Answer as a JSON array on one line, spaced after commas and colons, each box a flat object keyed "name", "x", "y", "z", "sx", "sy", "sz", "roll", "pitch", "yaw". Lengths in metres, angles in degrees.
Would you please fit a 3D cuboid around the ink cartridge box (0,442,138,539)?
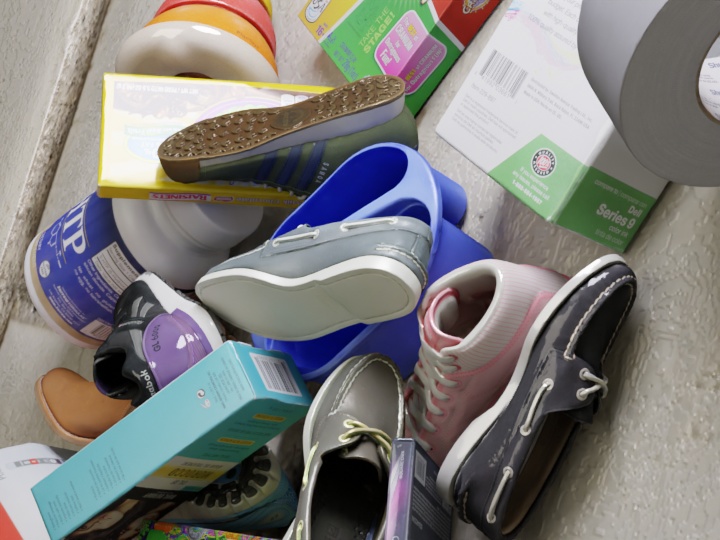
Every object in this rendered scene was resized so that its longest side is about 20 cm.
[{"name": "ink cartridge box", "x": -0.265, "y": 0.191, "z": 1.406, "sx": 0.050, "sy": 0.200, "sz": 0.162, "roll": -58, "pitch": 42, "yaw": 11}]

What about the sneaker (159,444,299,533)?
[{"name": "sneaker", "x": -0.133, "y": 0.183, "z": 1.345, "sx": 0.199, "sy": 0.090, "sz": 0.079, "roll": -5, "pitch": 53, "yaw": 34}]

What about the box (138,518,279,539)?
[{"name": "box", "x": -0.072, "y": 0.291, "z": 1.217, "sx": 0.192, "sy": 0.122, "sz": 0.201, "roll": -2, "pitch": 73, "yaw": 46}]

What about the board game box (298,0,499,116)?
[{"name": "board game box", "x": 0.048, "y": -0.236, "z": 1.370, "sx": 0.200, "sy": 0.040, "sz": 0.153, "roll": -53, "pitch": 43, "yaw": 17}]

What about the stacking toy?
[{"name": "stacking toy", "x": -0.119, "y": -0.215, "z": 1.507, "sx": 0.146, "sy": 0.146, "sz": 0.201, "roll": -24, "pitch": 38, "yaw": 39}]

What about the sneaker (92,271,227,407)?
[{"name": "sneaker", "x": -0.170, "y": 0.055, "z": 1.312, "sx": 0.200, "sy": 0.087, "sz": 0.076, "roll": 13, "pitch": 126, "yaw": 66}]

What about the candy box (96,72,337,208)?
[{"name": "candy box", "x": -0.107, "y": -0.102, "z": 1.382, "sx": 0.026, "sy": 0.199, "sz": 0.103, "roll": 113, "pitch": 158, "yaw": -68}]

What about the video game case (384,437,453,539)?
[{"name": "video game case", "x": 0.035, "y": 0.222, "z": 1.124, "sx": 0.019, "sy": 0.143, "sz": 0.201, "roll": 1, "pitch": 71, "yaw": 14}]

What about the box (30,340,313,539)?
[{"name": "box", "x": -0.135, "y": 0.128, "z": 1.245, "sx": 0.200, "sy": 0.082, "sz": 0.049, "roll": -37, "pitch": 65, "yaw": 20}]

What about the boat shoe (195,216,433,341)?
[{"name": "boat shoe", "x": -0.031, "y": 0.002, "z": 1.209, "sx": 0.199, "sy": 0.073, "sz": 0.062, "roll": -8, "pitch": 45, "yaw": 42}]

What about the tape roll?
[{"name": "tape roll", "x": 0.229, "y": -0.144, "z": 1.014, "sx": 0.200, "sy": 0.200, "sz": 0.066, "roll": -47, "pitch": 45, "yaw": 23}]

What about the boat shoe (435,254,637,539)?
[{"name": "boat shoe", "x": 0.126, "y": 0.084, "z": 1.127, "sx": 0.060, "sy": 0.074, "sz": 0.200, "roll": 39, "pitch": 96, "yaw": 37}]

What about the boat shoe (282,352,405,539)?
[{"name": "boat shoe", "x": -0.005, "y": 0.136, "z": 1.128, "sx": 0.060, "sy": 0.072, "sz": 0.202, "roll": -45, "pitch": 23, "yaw": 53}]

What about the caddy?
[{"name": "caddy", "x": 0.000, "y": 0.000, "z": 1.271, "sx": 0.200, "sy": 0.105, "sz": 0.142, "roll": -44, "pitch": 46, "yaw": 26}]

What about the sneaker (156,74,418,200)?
[{"name": "sneaker", "x": -0.049, "y": -0.080, "z": 1.330, "sx": 0.199, "sy": 0.090, "sz": 0.067, "roll": -14, "pitch": 32, "yaw": 12}]

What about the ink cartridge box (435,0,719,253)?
[{"name": "ink cartridge box", "x": 0.164, "y": -0.136, "z": 1.169, "sx": 0.145, "sy": 0.087, "sz": 0.201, "roll": 43, "pitch": 108, "yaw": 47}]

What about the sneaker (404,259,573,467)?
[{"name": "sneaker", "x": 0.058, "y": 0.065, "z": 1.186, "sx": 0.200, "sy": 0.104, "sz": 0.076, "roll": -47, "pitch": 47, "yaw": 25}]

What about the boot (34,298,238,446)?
[{"name": "boot", "x": -0.184, "y": 0.088, "z": 1.450, "sx": 0.200, "sy": 0.076, "sz": 0.156, "roll": 36, "pitch": 106, "yaw": 44}]

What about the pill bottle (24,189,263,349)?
[{"name": "pill bottle", "x": -0.180, "y": -0.026, "z": 1.467, "sx": 0.200, "sy": 0.119, "sz": 0.120, "roll": -32, "pitch": 53, "yaw": 34}]
